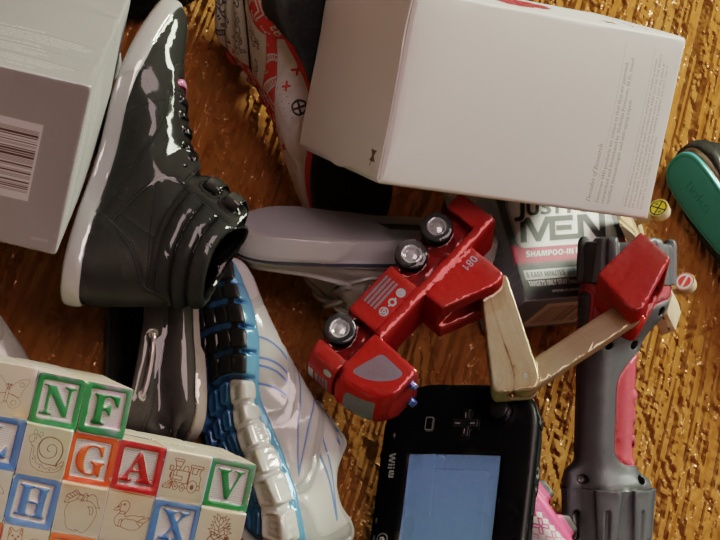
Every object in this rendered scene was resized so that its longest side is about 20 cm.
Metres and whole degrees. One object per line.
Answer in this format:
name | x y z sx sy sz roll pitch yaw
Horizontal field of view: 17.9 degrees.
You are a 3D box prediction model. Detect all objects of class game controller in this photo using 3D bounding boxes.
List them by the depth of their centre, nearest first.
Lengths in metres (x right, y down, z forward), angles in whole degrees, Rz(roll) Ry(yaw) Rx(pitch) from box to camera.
game controller | 0.054 0.168 1.400 0.103 0.042 0.202 2 71 17

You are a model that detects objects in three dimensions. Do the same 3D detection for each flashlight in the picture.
flashlight | 0.171 0.079 1.497 0.068 0.067 0.202 0 91 -61

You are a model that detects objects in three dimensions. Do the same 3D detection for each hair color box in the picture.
hair color box | 0.111 -0.064 1.574 0.098 0.061 0.202 -4 69 -31

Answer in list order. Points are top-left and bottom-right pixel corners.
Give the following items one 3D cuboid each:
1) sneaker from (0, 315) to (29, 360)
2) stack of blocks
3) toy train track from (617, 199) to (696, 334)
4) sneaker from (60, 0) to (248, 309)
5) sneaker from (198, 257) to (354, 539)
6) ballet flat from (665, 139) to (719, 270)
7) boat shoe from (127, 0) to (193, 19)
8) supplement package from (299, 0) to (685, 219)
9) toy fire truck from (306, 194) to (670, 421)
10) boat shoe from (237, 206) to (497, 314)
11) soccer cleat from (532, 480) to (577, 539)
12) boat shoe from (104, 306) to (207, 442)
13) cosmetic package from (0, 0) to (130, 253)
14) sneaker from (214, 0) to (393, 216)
sneaker | -0.253 0.005 1.318 0.200 0.092 0.076 49 54 0
stack of blocks | -0.164 0.117 1.305 0.198 0.058 0.116 13 90 -24
toy train track | 0.200 -0.046 1.601 0.115 0.032 0.201 56 19 -51
sneaker | -0.107 -0.063 1.368 0.098 0.071 0.202 12 71 3
sneaker | -0.054 0.088 1.412 0.086 0.075 0.202 -3 74 -40
ballet flat | 0.290 -0.007 1.646 0.068 0.068 0.201 -11 73 -41
boat shoe | -0.161 -0.204 1.483 0.199 0.076 0.074 -22 75 -35
supplement package | 0.082 -0.112 1.442 0.198 0.121 0.121 6 101 -28
toy fire truck | 0.079 0.032 1.406 0.141 0.049 0.200 39 72 16
boat shoe | 0.000 0.000 1.474 0.199 0.072 0.066 1 109 -41
soccer cleat | 0.102 0.190 1.444 0.086 0.070 0.200 -37 78 -11
boat shoe | -0.133 0.009 1.400 0.057 0.067 0.202 5 68 -32
cosmetic package | -0.191 -0.099 1.331 0.089 0.108 0.200 12 20 -6
sneaker | -0.039 -0.117 1.512 0.067 0.108 0.203 -23 115 -22
